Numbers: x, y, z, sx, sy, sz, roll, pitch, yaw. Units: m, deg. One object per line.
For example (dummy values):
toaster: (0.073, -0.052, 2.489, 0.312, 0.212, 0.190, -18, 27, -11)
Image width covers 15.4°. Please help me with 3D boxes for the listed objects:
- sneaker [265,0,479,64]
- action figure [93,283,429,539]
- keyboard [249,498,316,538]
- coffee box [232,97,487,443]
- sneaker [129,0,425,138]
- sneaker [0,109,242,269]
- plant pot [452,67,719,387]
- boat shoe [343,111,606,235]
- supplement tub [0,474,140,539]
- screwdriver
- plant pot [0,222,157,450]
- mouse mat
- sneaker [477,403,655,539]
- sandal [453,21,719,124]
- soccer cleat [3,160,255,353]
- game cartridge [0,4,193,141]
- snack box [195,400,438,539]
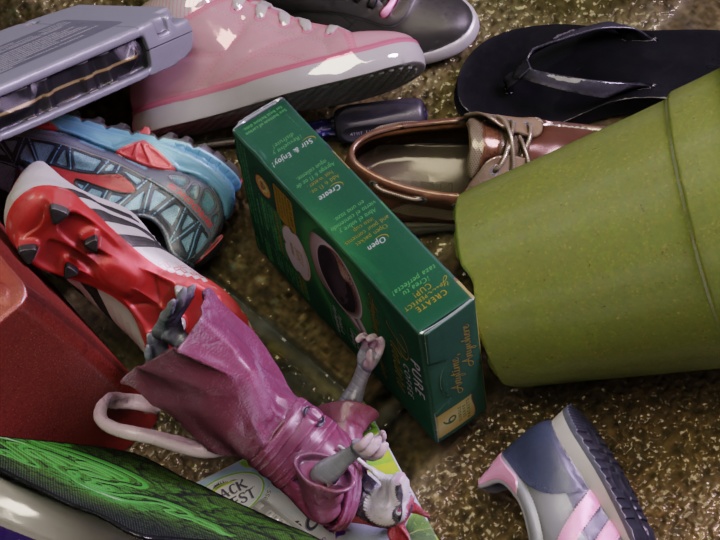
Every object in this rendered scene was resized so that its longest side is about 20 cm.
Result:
sneaker: (-0.019, -0.197, 1.741, 0.199, 0.099, 0.071, 19, 66, 14)
action figure: (-0.048, 0.101, 1.542, 0.200, 0.134, 0.149, 42, 108, 0)
keyboard: (-0.038, 0.173, 1.486, 0.056, 0.011, 0.200, -33, 23, -15)
coffee box: (0.000, 0.000, 1.619, 0.044, 0.123, 0.200, -32, 55, -16)
sneaker: (-0.060, -0.152, 1.711, 0.199, 0.075, 0.106, -11, 81, 18)
sneaker: (-0.181, -0.048, 1.700, 0.198, 0.079, 0.096, 11, 68, 12)
plant pot: (0.160, -0.012, 1.597, 0.189, 0.200, 0.201, -14, 63, 12)
boat shoe: (0.084, -0.063, 1.679, 0.198, 0.072, 0.076, -7, 64, 3)
supplement tub: (-0.213, 0.210, 1.515, 0.145, 0.145, 0.201, 22, 93, 16)
screwdriver: (-0.054, -0.087, 1.740, 0.198, 0.029, 0.028, -10, 64, 10)
plant pot: (-0.269, 0.048, 1.609, 0.199, 0.177, 0.200, -38, 67, -11)
mouse mat: (-0.129, 0.122, 1.487, 0.199, 0.160, 0.008, 18, 95, 42)
sneaker: (0.137, 0.184, 1.569, 0.082, 0.070, 0.201, -31, 64, 15)
sandal: (0.158, -0.133, 1.720, 0.198, 0.043, 0.077, -5, 64, 4)
soccer cleat: (-0.136, 0.005, 1.640, 0.069, 0.200, 0.085, -46, 24, 16)
game cartridge: (-0.217, -0.119, 1.660, 0.199, 0.041, 0.133, -28, 27, -37)
snack box: (-0.054, 0.186, 1.587, 0.199, 0.053, 0.143, -26, 62, -6)
